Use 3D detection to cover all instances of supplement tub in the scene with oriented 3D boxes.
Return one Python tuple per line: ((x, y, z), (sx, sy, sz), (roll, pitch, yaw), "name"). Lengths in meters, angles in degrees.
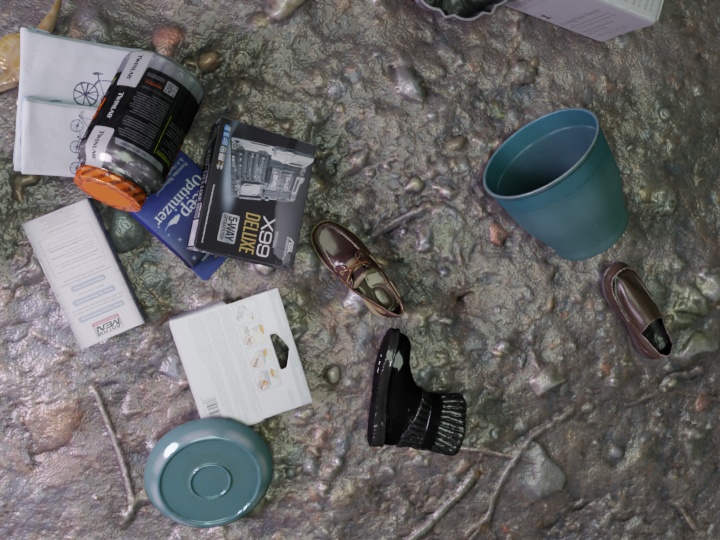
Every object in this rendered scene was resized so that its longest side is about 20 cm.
((-0.308, -0.190, 1.099), (0.122, 0.122, 0.200), (25, 71, -15), "supplement tub")

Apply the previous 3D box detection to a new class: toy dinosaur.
((-0.460, -0.303, 1.127), (0.101, 0.058, 0.200), (38, 86, -13), "toy dinosaur")

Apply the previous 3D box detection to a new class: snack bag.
((-0.389, -0.231, 1.129), (0.188, 0.021, 0.200), (0, 98, -40), "snack bag")

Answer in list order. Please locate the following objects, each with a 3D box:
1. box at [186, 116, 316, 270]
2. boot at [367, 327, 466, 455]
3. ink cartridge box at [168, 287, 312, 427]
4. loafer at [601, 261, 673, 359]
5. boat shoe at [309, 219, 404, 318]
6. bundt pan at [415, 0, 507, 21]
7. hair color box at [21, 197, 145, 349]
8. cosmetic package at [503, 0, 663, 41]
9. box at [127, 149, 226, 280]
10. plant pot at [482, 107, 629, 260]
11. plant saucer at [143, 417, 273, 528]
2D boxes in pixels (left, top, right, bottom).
((-0.162, -0.112, 1.197), (0.158, 0.050, 0.200), (14, 84, -26), "box")
((0.100, 0.199, 1.302), (0.158, 0.079, 0.211), (5, 105, -8), "boot")
((-0.187, 0.141, 1.246), (0.173, 0.044, 0.200), (-18, 100, -12), "ink cartridge box")
((0.497, 0.071, 1.395), (0.073, 0.071, 0.200), (-37, 103, -8), "loafer")
((0.000, 0.000, 1.263), (0.072, 0.072, 0.200), (-40, 103, -7), "boat shoe")
((0.148, -0.487, 1.250), (0.202, 0.076, 0.202), (-1, 96, -15), "bundt pan")
((-0.403, 0.003, 1.170), (0.099, 0.061, 0.200), (-24, 100, -10), "hair color box")
((0.361, -0.485, 1.257), (0.200, 0.167, 0.167), (15, 92, -14), "cosmetic package")
((-0.264, -0.092, 1.193), (0.200, 0.032, 0.121), (45, 71, -18), "box")
((0.332, -0.125, 1.283), (0.200, 0.200, 0.188), (-46, 119, -6), "plant pot")
((-0.234, 0.323, 1.236), (0.200, 0.027, 0.200), (-5, 111, -12), "plant saucer")
